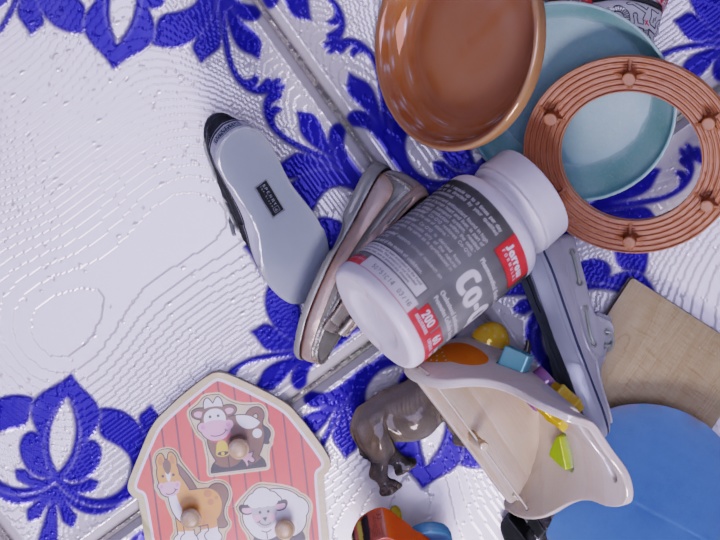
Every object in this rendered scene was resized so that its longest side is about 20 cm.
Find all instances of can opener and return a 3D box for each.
[{"bbox_3d":[0.211,0.299,1.711,0.052,0.200,0.067,-6,138,-40],"label":"can opener"}]

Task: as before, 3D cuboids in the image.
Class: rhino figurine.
[{"bbox_3d":[0.079,0.124,1.716,0.200,0.060,0.088,-34,102,0],"label":"rhino figurine"}]

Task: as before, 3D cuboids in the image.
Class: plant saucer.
[{"bbox_3d":[0.094,-0.208,1.628,0.037,0.200,0.201,1,101,-45],"label":"plant saucer"},{"bbox_3d":[0.194,-0.160,1.664,0.199,0.036,0.201,7,120,12],"label":"plant saucer"}]

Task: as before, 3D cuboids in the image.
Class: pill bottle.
[{"bbox_3d":[0.086,-0.014,1.635,0.200,0.114,0.114,-38,98,-16],"label":"pill bottle"}]

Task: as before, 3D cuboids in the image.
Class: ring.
[{"bbox_3d":[0.247,-0.102,1.650,0.199,0.019,0.201,7,121,12],"label":"ring"}]

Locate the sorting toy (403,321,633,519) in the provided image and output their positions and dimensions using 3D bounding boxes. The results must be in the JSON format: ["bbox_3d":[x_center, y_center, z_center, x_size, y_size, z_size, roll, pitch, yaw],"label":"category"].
[{"bbox_3d":[0.165,0.143,1.624,0.107,0.180,0.200,-45,121,-14],"label":"sorting toy"}]

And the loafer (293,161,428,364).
[{"bbox_3d":[0.000,0.000,1.683,0.063,0.072,0.201,23,94,17],"label":"loafer"}]

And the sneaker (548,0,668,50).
[{"bbox_3d":[0.188,-0.263,1.664,0.200,0.067,0.108,11,95,-7],"label":"sneaker"}]

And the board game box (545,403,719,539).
[{"bbox_3d":[0.271,0.229,1.706,0.157,0.039,0.201,26,75,5],"label":"board game box"}]

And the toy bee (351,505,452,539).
[{"bbox_3d":[0.052,0.300,1.716,0.200,0.131,0.109,42,119,-18],"label":"toy bee"}]

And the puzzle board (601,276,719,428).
[{"bbox_3d":[0.268,0.128,1.748,0.150,0.017,0.200,32,96,-8],"label":"puzzle board"}]

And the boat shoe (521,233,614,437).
[{"bbox_3d":[0.208,0.059,1.694,0.066,0.074,0.201,-18,86,-8],"label":"boat shoe"}]

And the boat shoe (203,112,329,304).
[{"bbox_3d":[-0.093,-0.058,1.677,0.073,0.068,0.200,-37,123,-8],"label":"boat shoe"}]

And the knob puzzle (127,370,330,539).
[{"bbox_3d":[-0.126,0.197,1.730,0.218,0.030,0.221,0,98,-2],"label":"knob puzzle"}]
